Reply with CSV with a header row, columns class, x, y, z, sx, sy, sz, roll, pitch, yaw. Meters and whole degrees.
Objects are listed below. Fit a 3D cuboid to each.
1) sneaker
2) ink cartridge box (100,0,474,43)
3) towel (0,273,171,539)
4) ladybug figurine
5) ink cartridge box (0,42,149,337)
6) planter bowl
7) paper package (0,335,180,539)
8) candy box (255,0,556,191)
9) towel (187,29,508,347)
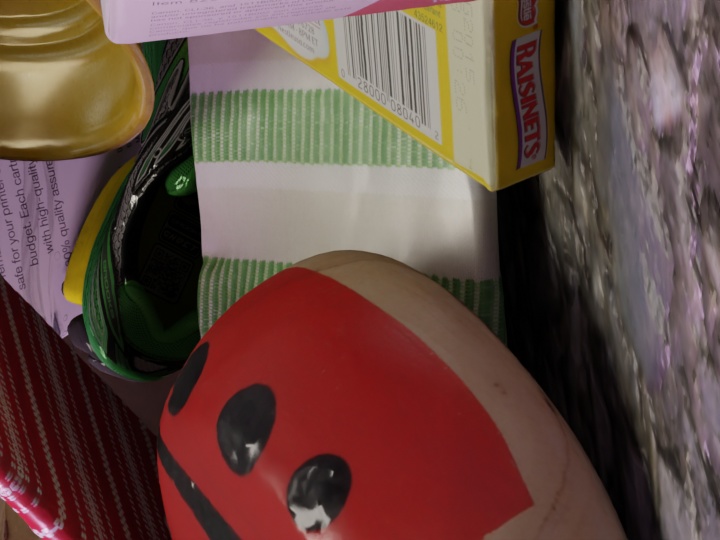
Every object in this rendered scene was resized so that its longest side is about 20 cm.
class,x,y,z,sx,sy,sz,roll,pitch,yaw
sneaker,-0.042,-0.054,1.023,0.085,0.078,0.201,2,74,71
ink cartridge box,0.003,-0.108,0.564,0.200,0.116,0.068,122,140,-78
towel,-0.107,0.051,0.925,0.200,0.022,0.145,50,-172,-36
ladybug figurine,0.003,0.073,0.739,0.200,0.072,0.137,45,138,47
ink cartridge box,-0.140,-0.050,1.061,0.084,0.200,0.146,13,123,42
planter bowl,-0.143,-0.116,0.856,0.201,0.199,0.084,101,-173,-70
paper package,-0.091,0.094,1.185,0.103,0.199,0.192,-38,45,29
candy box,-0.015,-0.107,0.770,0.200,0.026,0.103,38,138,46
towel,-0.004,-0.026,0.829,0.152,0.023,0.202,5,99,55
